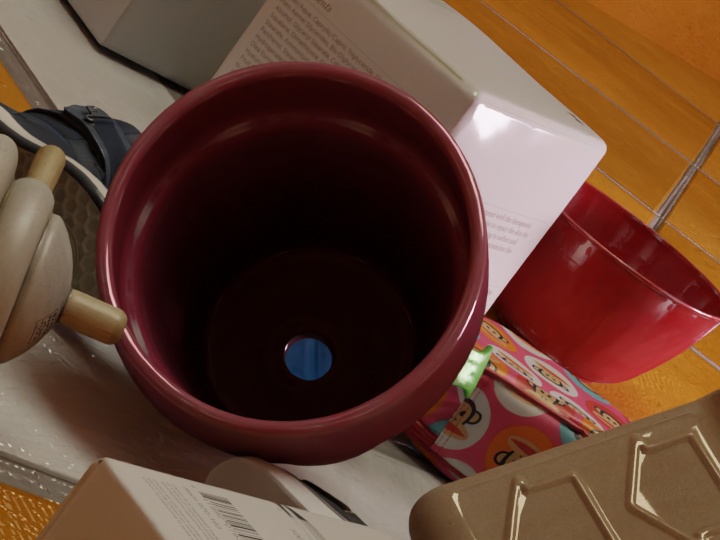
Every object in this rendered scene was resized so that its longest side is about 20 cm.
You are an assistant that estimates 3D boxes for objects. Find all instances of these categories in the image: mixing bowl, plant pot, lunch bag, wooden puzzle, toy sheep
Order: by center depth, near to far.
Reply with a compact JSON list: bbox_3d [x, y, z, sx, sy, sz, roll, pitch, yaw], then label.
[{"bbox_3d":[-0.199,-0.016,1.306,0.199,0.138,0.138,19,15,-3],"label":"toy sheep"},{"bbox_3d":[0.149,0.167,1.479,0.046,0.199,0.185,88,-23,-51],"label":"wooden puzzle"},{"bbox_3d":[-0.031,0.016,1.481,0.200,0.200,0.179,41,-13,15],"label":"plant pot"},{"bbox_3d":[0.119,0.106,1.793,0.200,0.082,0.176,37,13,3],"label":"lunch bag"},{"bbox_3d":[0.173,0.014,2.171,0.200,0.108,0.200,35,14,-10],"label":"mixing bowl"}]

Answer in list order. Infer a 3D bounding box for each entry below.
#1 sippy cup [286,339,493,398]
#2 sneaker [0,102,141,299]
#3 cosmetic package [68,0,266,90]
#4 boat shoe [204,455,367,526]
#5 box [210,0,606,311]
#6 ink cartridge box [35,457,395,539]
[{"bbox_3d":[-0.015,0.017,1.683,0.178,0.139,0.130,63,9,10],"label":"sippy cup"},{"bbox_3d":[-0.147,-0.031,1.594,0.146,0.077,0.202,14,25,-52],"label":"sneaker"},{"bbox_3d":[-0.131,-0.229,2.188,0.200,0.123,0.199,27,17,-40],"label":"cosmetic package"},{"bbox_3d":[0.002,0.161,1.370,0.200,0.070,0.066,37,13,34],"label":"boat shoe"},{"bbox_3d":[0.024,-0.096,2.030,0.200,0.171,0.199,45,16,30],"label":"box"},{"bbox_3d":[-0.032,0.169,1.207,0.200,0.083,0.145,21,21,-50],"label":"ink cartridge box"}]
